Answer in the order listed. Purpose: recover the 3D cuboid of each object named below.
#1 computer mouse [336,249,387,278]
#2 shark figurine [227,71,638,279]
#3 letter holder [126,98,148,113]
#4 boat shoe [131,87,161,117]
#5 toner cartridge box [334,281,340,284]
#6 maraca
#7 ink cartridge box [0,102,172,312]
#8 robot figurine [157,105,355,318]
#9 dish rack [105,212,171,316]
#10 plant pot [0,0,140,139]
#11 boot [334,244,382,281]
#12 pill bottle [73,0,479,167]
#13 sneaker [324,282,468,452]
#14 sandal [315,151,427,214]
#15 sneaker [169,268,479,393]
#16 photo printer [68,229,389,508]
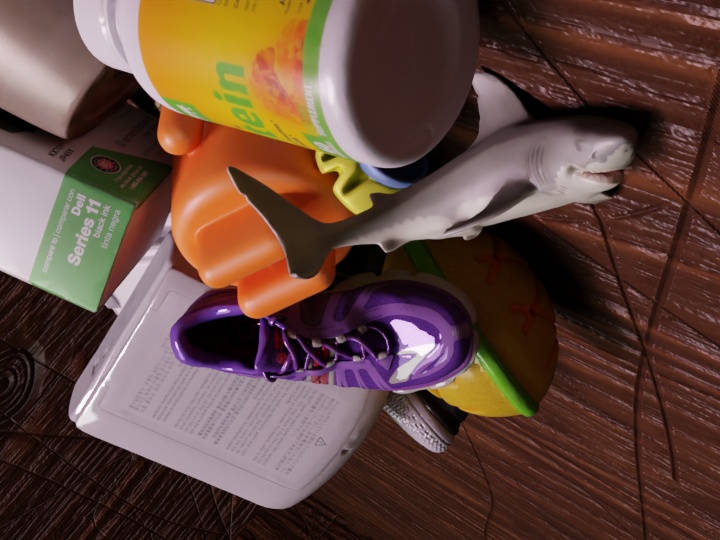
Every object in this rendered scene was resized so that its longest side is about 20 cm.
[{"bbox_3d":[0.000,0.000,1.033,0.200,0.059,0.034,15,155,-39],"label":"computer mouse"},{"bbox_3d":[0.050,-0.058,0.784,0.128,0.214,0.090,-4,-100,-67],"label":"shark figurine"},{"bbox_3d":[-0.244,-0.113,1.129,0.142,0.101,0.200,43,171,-29],"label":"letter holder"},{"bbox_3d":[-0.157,-0.155,1.123,0.068,0.072,0.200,40,170,-7],"label":"boat shoe"},{"bbox_3d":[-0.078,-0.050,1.233,0.200,0.043,0.095,48,-165,-31],"label":"toner cartridge box"},{"bbox_3d":[0.061,0.013,0.989,0.200,0.107,0.137,56,-176,5],"label":"maraca"},{"bbox_3d":[-0.223,-0.072,0.932,0.199,0.083,0.147,24,-156,-1],"label":"ink cartridge box"},{"bbox_3d":[-0.060,-0.071,0.911,0.143,0.201,0.117,9,140,-16],"label":"robot figurine"},{"bbox_3d":[-0.115,0.045,1.127,0.171,0.044,0.200,-7,130,37],"label":"dish rack"},{"bbox_3d":[-0.198,-0.177,0.866,0.173,0.200,0.200,41,168,1],"label":"plant pot"},{"bbox_3d":[-0.078,-0.038,1.102,0.168,0.077,0.200,-13,144,25],"label":"boot"},{"bbox_3d":[-0.049,-0.125,0.742,0.200,0.111,0.111,18,157,36],"label":"pill bottle"},{"bbox_3d":[0.037,0.045,1.160,0.200,0.114,0.075,46,179,37],"label":"sneaker"},{"bbox_3d":[-0.018,-0.128,0.840,0.200,0.079,0.087,47,131,2],"label":"sandal"},{"bbox_3d":[-0.025,0.048,0.918,0.199,0.081,0.083,-3,-169,18],"label":"sneaker"},{"bbox_3d":[-0.083,0.078,1.051,0.200,0.167,0.070,25,-154,-19],"label":"photo printer"}]
